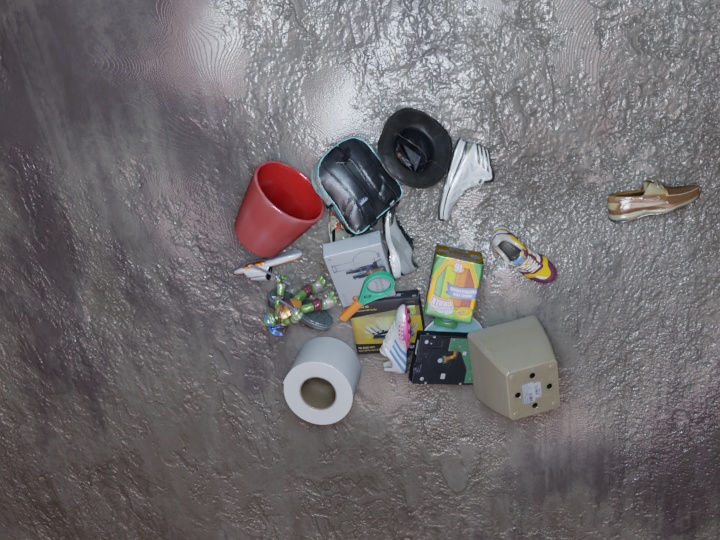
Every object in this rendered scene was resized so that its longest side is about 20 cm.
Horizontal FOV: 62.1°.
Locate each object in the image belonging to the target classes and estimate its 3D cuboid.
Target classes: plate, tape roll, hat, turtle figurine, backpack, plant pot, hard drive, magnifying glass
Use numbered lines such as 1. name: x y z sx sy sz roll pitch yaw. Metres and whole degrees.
1. plate: 0.243 0.205 1.619 0.196 0.026 0.205 -4 109 -11
2. tape roll: -0.105 0.310 1.694 0.198 0.140 0.207 4 113 10
3. hat: 0.120 -0.274 1.418 0.199 0.203 0.081 33 158 -5
4. turtle figurine: -0.166 0.065 1.560 0.191 0.143 0.204 -20 109 -26
5. backpack: -0.020 -0.209 1.437 0.175 0.153 0.201 -40 107 -8
6. plant pot: 0.404 0.261 1.523 0.196 0.177 0.204 -14 111 -7
7. hard drive: 0.232 0.232 1.589 0.196 0.038 0.143 4 107 -15
8. plant pot: -0.218 -0.143 1.507 0.200 0.201 0.177 40 125 -8
9. magnifying glass: 0.013 0.070 1.560 0.079 0.023 0.200 25 130 -30

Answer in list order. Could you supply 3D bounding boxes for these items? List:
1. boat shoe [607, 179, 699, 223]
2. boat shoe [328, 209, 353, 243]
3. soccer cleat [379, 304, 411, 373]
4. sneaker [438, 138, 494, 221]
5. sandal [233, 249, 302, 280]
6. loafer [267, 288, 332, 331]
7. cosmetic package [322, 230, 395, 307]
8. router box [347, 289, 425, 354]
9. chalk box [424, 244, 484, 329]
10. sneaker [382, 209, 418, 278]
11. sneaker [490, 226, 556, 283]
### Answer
1. boat shoe: 0.670 -0.169 1.379 0.196 0.076 0.075 -15 106 16
2. boat shoe: -0.051 -0.110 1.549 0.070 0.063 0.204 5 112 11
3. soccer cleat: 0.092 0.185 1.580 0.084 0.070 0.204 0 114 4
4. sneaker: 0.258 -0.203 1.442 0.113 0.076 0.204 17 112 5
5. sandal: -0.248 -0.002 1.621 0.202 0.079 0.060 -13 104 14
6. loafer: -0.169 0.118 1.674 0.197 0.072 0.063 27 135 6
7. cosmetic package: 0.000 0.000 1.537 0.148 0.052 0.202 -12 137 8
8. router box: 0.075 0.142 1.635 0.196 0.052 0.160 -7 112 13
9. chalk box: 0.231 0.053 1.514 0.122 0.124 0.204 10 105 6
10. sneaker: 0.100 -0.080 1.534 0.078 0.074 0.204 -12 116 5
11. sneaker: 0.403 -0.024 1.481 0.198 0.090 0.075 34 115 -4
